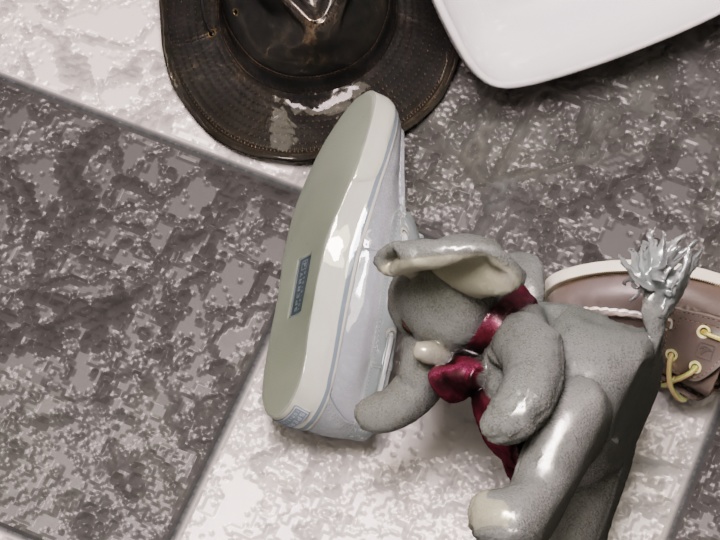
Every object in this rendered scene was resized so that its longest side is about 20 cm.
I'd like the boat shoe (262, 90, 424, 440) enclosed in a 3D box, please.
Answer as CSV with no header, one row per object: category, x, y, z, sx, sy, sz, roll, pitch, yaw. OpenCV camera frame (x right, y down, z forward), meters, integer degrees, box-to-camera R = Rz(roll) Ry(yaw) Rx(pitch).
boat shoe,0.000,0.000,1.336,0.071,0.070,0.201,23,67,-25

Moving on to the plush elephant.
plush elephant,0.068,0.048,1.238,0.154,0.165,0.201,22,88,21

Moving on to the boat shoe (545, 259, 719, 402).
boat shoe,0.196,0.041,1.309,0.199,0.072,0.060,9,64,-1

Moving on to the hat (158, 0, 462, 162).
hat,-0.030,-0.167,1.398,0.200,0.081,0.201,0,66,0

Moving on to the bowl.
bowl,0.117,-0.223,1.390,0.199,0.075,0.201,-21,101,-4
